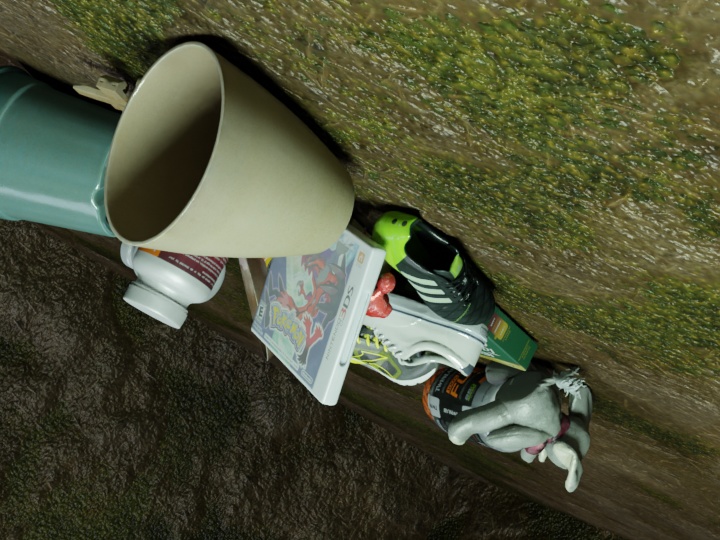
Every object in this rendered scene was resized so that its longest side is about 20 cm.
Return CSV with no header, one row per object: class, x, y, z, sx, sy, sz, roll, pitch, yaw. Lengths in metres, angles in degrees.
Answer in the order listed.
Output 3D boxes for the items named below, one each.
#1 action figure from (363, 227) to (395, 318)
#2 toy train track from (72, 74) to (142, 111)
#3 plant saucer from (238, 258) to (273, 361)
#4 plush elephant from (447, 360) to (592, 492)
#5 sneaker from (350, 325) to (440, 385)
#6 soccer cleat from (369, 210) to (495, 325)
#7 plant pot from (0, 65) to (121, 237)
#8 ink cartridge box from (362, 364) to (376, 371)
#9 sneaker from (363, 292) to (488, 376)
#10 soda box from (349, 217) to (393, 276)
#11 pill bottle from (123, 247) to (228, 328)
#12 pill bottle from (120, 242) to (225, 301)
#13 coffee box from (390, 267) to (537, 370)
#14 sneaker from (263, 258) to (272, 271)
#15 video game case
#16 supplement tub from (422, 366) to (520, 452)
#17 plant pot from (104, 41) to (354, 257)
action figure,-0.011,0.028,1.175,0.065,0.100,0.200,28,147,-20
toy train track,-0.253,-0.189,1.144,0.114,0.033,0.200,19,173,7
plant saucer,-0.147,0.029,1.454,0.032,0.202,0.200,-14,172,-9
plush elephant,0.256,0.218,1.414,0.199,0.165,0.156,-16,115,39
sneaker,0.019,0.094,1.296,0.199,0.075,0.084,6,159,44
soccer cleat,0.093,0.004,1.108,0.200,0.068,0.081,38,163,-32
plant pot,-0.379,-0.138,1.276,0.194,0.202,0.200,16,166,12
ink cartridge box,-0.023,0.095,1.695,0.198,0.084,0.145,22,167,26
sneaker,0.053,0.075,1.214,0.198,0.071,0.073,13,161,26
soda box,0.000,0.000,1.283,0.064,0.068,0.200,17,165,36
pill bottle,-0.230,-0.032,1.332,0.112,0.202,0.113,25,168,6
pill bottle,-0.359,-0.018,1.896,0.199,0.113,0.112,19,166,33
coffee box,0.134,0.060,1.301,0.122,0.044,0.200,16,163,43
sneaker,-0.109,-0.047,1.376,0.091,0.070,0.200,59,-178,5
video game case,-0.054,0.026,1.143,0.023,0.184,0.200,10,-164,-33
supplement tub,0.196,0.223,1.664,0.122,0.123,0.199,33,166,-29
plant pot,-0.107,-0.086,0.946,0.199,0.189,0.186,21,175,-40
